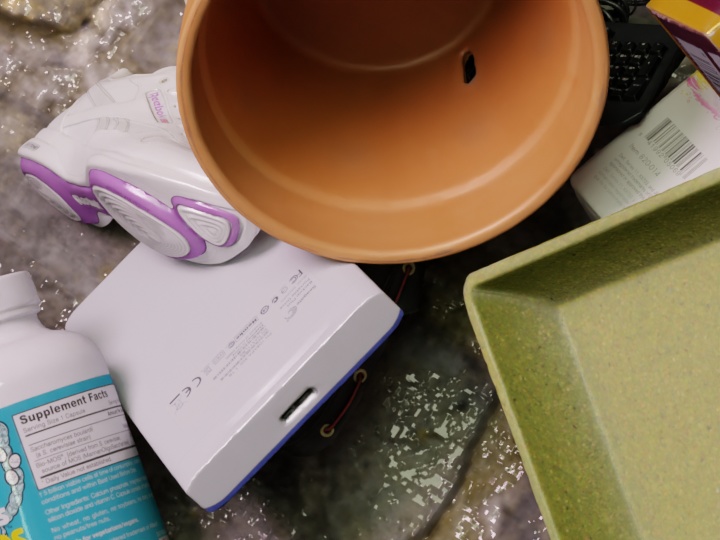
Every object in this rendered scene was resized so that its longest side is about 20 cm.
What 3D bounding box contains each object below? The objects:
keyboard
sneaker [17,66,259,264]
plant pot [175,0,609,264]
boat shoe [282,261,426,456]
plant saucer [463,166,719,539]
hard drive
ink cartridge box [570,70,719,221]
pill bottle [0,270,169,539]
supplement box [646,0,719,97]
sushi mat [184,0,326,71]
[{"bbox_3d":[0.069,-0.120,1.501,0.200,0.040,0.104,6,43,31],"label":"keyboard"},{"bbox_3d":[-0.102,-0.065,1.511,0.100,0.075,0.200,-49,33,-14],"label":"sneaker"},{"bbox_3d":[0.011,-0.122,1.409,0.200,0.200,0.140,-21,31,9],"label":"plant pot"},{"bbox_3d":[-0.002,0.000,1.498,0.074,0.063,0.201,3,57,53],"label":"boat shoe"},{"bbox_3d":[0.162,0.064,1.368,0.200,0.048,0.200,-24,85,41],"label":"plant saucer"},{"bbox_3d":[-0.067,0.025,1.465,0.132,0.025,0.200,-46,31,0],"label":"hard drive"},{"bbox_3d":[0.217,-0.059,1.445,0.200,0.067,0.117,-39,64,0],"label":"ink cartridge box"},{"bbox_3d":[-0.161,0.105,1.444,0.111,0.111,0.200,-21,87,9],"label":"pill bottle"},{"bbox_3d":[0.248,-0.141,1.355,0.200,0.110,0.086,-42,20,-1],"label":"supplement box"},{"bbox_3d":[-0.067,-0.160,1.534,0.096,0.012,0.200,-16,90,52],"label":"sushi mat"}]
